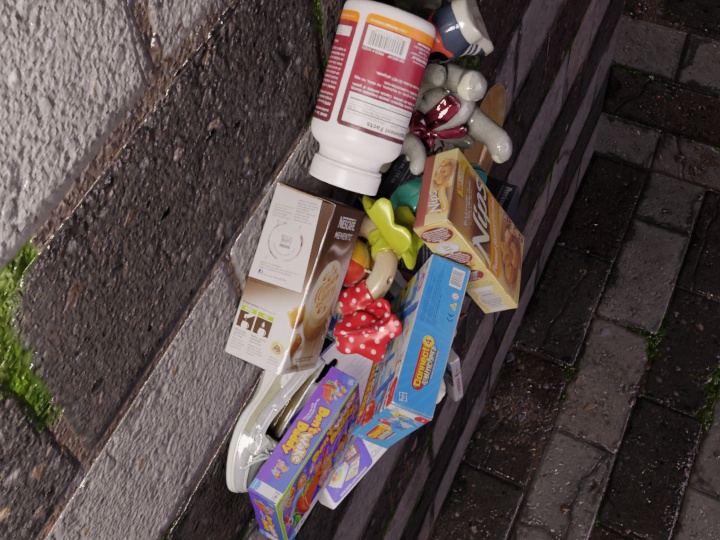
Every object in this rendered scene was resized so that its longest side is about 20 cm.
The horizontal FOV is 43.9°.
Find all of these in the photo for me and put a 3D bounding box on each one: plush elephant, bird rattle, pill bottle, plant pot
[{"bbox_3d":[0.079,-0.199,1.199,0.155,0.200,0.165,-44,146,-4],"label":"plush elephant"},{"bbox_3d":[0.003,0.005,1.142,0.112,0.161,0.204,17,93,-52],"label":"bird rattle"},{"bbox_3d":[0.007,-0.197,1.028,0.113,0.111,0.204,-9,118,-70],"label":"pill bottle"},{"bbox_3d":[0.189,-0.208,1.455,0.201,0.027,0.203,-53,153,-40],"label":"plant pot"}]

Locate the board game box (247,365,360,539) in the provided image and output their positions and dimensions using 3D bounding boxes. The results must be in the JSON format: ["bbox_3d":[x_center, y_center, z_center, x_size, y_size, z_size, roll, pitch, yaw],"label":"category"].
[{"bbox_3d":[-0.068,0.248,1.184,0.201,0.044,0.136,-54,157,-31],"label":"board game box"}]

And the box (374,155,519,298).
[{"bbox_3d":[0.123,-0.072,1.361,0.150,0.196,0.108,-59,160,-30],"label":"box"}]

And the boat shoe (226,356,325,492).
[{"bbox_3d":[-0.112,0.194,1.156,0.205,0.064,0.075,-65,161,-15],"label":"boat shoe"}]

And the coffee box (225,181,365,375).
[{"bbox_3d":[-0.074,0.010,1.052,0.114,0.078,0.204,1,107,-72],"label":"coffee box"}]

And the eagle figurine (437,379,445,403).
[{"bbox_3d":[0.039,0.172,1.472,0.149,0.154,0.200,-34,159,8],"label":"eagle figurine"}]

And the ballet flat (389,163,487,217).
[{"bbox_3d":[0.106,-0.118,1.250,0.199,0.070,0.069,-29,142,-49],"label":"ballet flat"}]

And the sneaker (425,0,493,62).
[{"bbox_3d":[0.117,-0.303,1.146,0.076,0.083,0.200,67,17,0],"label":"sneaker"}]

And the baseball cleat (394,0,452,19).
[{"bbox_3d":[0.086,-0.371,1.180,0.200,0.068,0.109,68,37,-77],"label":"baseball cleat"}]

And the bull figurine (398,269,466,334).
[{"bbox_3d":[0.111,0.012,1.466,0.065,0.202,0.121,-34,-178,15],"label":"bull figurine"}]

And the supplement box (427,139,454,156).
[{"bbox_3d":[0.159,-0.224,1.512,0.129,0.072,0.200,-71,162,0],"label":"supplement box"}]

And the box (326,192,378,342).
[{"bbox_3d":[0.000,0.000,1.255,0.069,0.064,0.205,12,98,-43],"label":"box"}]

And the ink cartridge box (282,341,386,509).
[{"bbox_3d":[-0.030,0.208,1.326,0.198,0.043,0.203,-40,115,-35],"label":"ink cartridge box"}]

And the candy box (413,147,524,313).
[{"bbox_3d":[0.146,-0.048,1.166,0.200,0.054,0.118,46,44,-40],"label":"candy box"}]

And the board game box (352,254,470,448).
[{"bbox_3d":[0.063,0.110,1.158,0.196,0.055,0.204,125,-16,-64],"label":"board game box"}]

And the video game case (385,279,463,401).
[{"bbox_3d":[0.106,0.116,1.533,0.023,0.201,0.183,-34,153,-9],"label":"video game case"}]
